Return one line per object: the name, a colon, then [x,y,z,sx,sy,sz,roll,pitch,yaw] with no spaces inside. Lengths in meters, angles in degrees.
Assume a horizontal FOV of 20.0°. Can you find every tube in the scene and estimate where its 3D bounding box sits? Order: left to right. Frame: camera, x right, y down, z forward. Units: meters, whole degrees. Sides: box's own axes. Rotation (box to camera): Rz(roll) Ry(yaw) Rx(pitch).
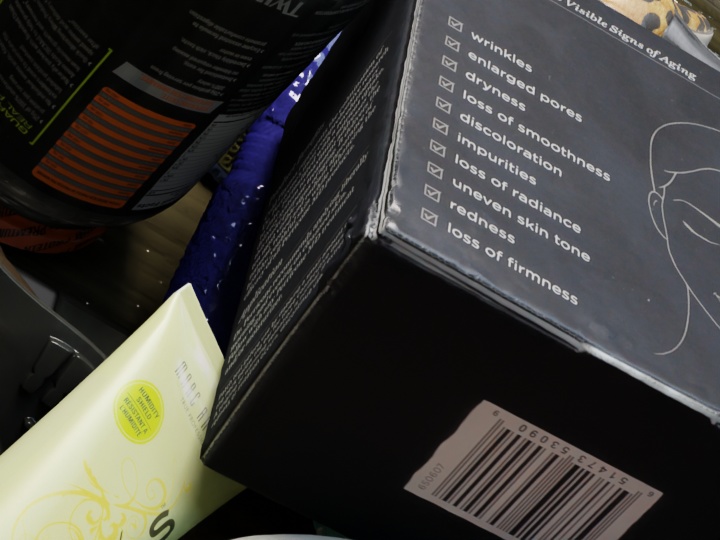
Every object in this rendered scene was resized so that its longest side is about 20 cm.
tube: [-0.108,0.089,0.643,0.052,0.058,0.200,40,56,15]

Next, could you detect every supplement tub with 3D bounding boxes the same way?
supplement tub: [-0.080,-0.099,0.752,0.122,0.200,0.123,25,44,-27]

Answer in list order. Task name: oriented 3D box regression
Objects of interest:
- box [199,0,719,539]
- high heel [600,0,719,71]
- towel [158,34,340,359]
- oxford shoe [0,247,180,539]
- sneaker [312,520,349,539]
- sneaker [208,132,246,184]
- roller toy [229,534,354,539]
box: [0.070,0.009,0.713,0.199,0.124,0.197,28,38,-13]
high heel: [0.115,-0.127,1.031,0.142,0.072,0.200,30,4,-28]
towel: [0.000,0.000,0.833,0.147,0.049,0.201,30,69,-19]
oxford shoe: [-0.126,0.031,0.709,0.201,0.072,0.084,59,-2,-18]
sneaker: [0.009,0.096,0.762,0.080,0.077,0.200,47,56,-3]
sneaker: [-0.011,-0.062,0.919,0.200,0.075,0.088,38,23,-22]
roller toy: [-0.002,0.168,0.601,0.182,0.140,0.200,0,28,-41]
